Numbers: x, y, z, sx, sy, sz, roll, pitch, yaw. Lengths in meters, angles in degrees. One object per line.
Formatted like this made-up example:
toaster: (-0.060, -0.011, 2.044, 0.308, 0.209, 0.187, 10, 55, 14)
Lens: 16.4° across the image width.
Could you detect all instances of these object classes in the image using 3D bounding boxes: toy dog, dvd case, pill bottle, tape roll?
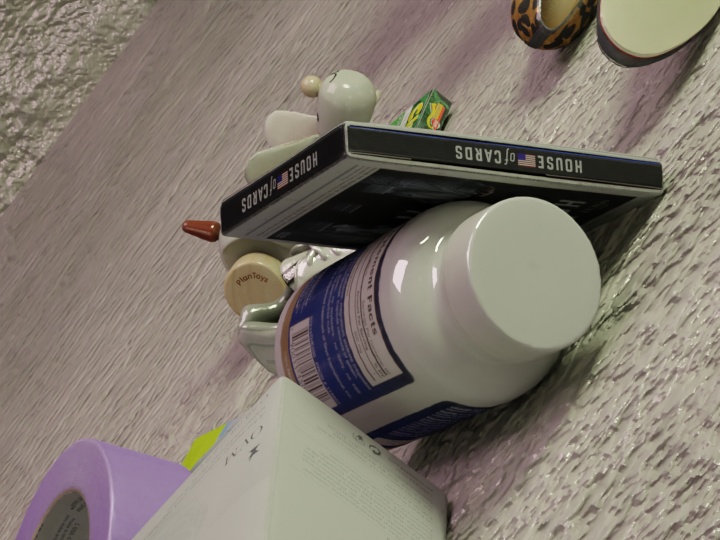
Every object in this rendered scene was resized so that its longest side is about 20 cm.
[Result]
toy dog: (-0.065, -0.067, 1.850, 0.132, 0.096, 0.201, -82, 17, -84)
dvd case: (0.044, -0.040, 1.373, 0.150, 0.199, 0.025, -29, 59, 57)
pill bottle: (0.043, 0.027, 1.357, 0.200, 0.111, 0.111, -29, 28, 57)
tape roll: (-0.167, 0.209, 1.554, 0.200, 0.065, 0.201, -49, 32, 46)

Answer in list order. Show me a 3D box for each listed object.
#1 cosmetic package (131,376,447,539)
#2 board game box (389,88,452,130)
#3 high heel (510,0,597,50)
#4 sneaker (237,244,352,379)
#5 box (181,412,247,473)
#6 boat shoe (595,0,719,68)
cosmetic package: (-0.062, 0.197, 1.272, 0.199, 0.123, 0.200, -48, 17, 20)
board game box: (0.002, -0.036, 1.797, 0.105, 0.023, 0.201, -40, 20, 48)
high heel: (0.162, -0.243, 1.668, 0.143, 0.071, 0.201, -78, 14, -67)
sneaker: (0.000, 0.000, 1.613, 0.200, 0.081, 0.075, -47, 14, 19)
box: (-0.075, 0.146, 1.573, 0.200, 0.048, 0.122, -30, 27, 58)
boat shoe: (0.182, -0.186, 1.497, 0.063, 0.071, 0.201, -44, 15, 51)
